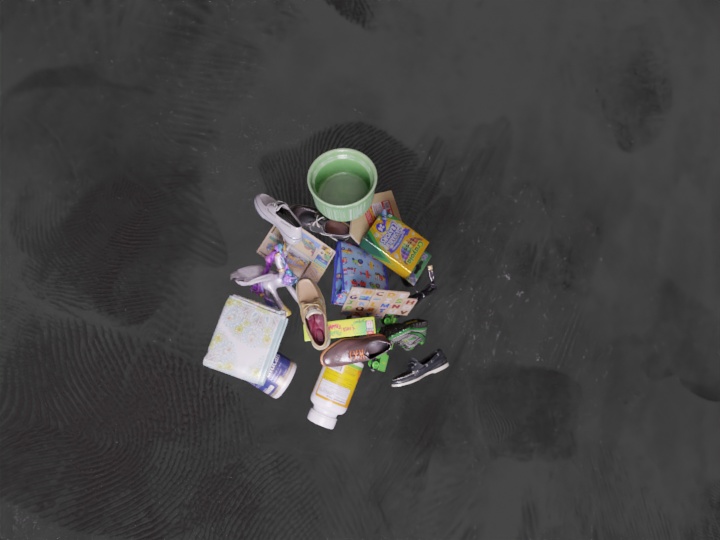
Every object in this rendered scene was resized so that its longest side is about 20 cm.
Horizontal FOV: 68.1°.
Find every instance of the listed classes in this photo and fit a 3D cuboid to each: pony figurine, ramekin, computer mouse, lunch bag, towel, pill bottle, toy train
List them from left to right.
[{"bbox_3d":[-0.295,0.177,1.388,0.169,0.048,0.203,18,77,3],"label":"towel"},{"bbox_3d":[-0.284,0.253,1.459,0.199,0.111,0.112,34,79,-11],"label":"pill bottle"},{"bbox_3d":[-0.248,0.031,1.474,0.191,0.166,0.203,-24,111,-20],"label":"pony figurine"},{"bbox_3d":[-0.076,0.338,1.513,0.110,0.111,0.203,24,81,-13],"label":"pill bottle"},{"bbox_3d":[-0.050,-0.239,1.522,0.196,0.098,0.203,-1,63,1],"label":"ramekin"},{"bbox_3d":[0.000,0.000,1.548,0.148,0.094,0.203,12,60,-21],"label":"lunch bag"},{"bbox_3d":[0.075,0.205,1.601,0.056,0.042,0.203,19,82,-24],"label":"toy train"},{"bbox_3d":[0.172,-0.005,1.612,0.139,0.046,0.203,-22,96,-35],"label":"computer mouse"}]

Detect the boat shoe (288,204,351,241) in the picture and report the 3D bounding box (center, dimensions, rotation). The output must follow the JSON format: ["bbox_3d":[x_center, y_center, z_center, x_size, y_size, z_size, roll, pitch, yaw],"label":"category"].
[{"bbox_3d":[-0.116,-0.144,1.551,0.197,0.068,0.073,22,83,-12],"label":"boat shoe"}]

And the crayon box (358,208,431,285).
[{"bbox_3d":[0.111,-0.068,1.539,0.199,0.052,0.126,36,60,-2],"label":"crayon box"}]

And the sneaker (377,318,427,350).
[{"bbox_3d":[0.129,0.200,1.570,0.198,0.077,0.087,-7,97,-39],"label":"sneaker"}]

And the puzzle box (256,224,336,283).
[{"bbox_3d":[-0.186,-0.053,1.547,0.199,0.025,0.134,34,80,-12],"label":"puzzle box"}]

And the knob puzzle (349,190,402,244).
[{"bbox_3d":[0.041,-0.132,1.593,0.217,0.030,0.224,9,75,-33],"label":"knob puzzle"}]

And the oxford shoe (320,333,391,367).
[{"bbox_3d":[-0.012,0.217,1.440,0.197,0.072,0.072,-17,97,-14],"label":"oxford shoe"}]

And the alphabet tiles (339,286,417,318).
[{"bbox_3d":[0.053,0.096,1.504,0.196,0.168,0.008,6,59,-12],"label":"alphabet tiles"}]

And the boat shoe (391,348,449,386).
[{"bbox_3d":[0.174,0.290,1.605,0.197,0.074,0.067,-18,90,-16],"label":"boat shoe"}]

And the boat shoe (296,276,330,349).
[{"bbox_3d":[-0.124,0.113,1.427,0.073,0.066,0.203,-19,86,-5],"label":"boat shoe"}]

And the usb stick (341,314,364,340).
[{"bbox_3d":[-0.017,0.150,1.581,0.055,0.033,0.204,13,84,-8],"label":"usb stick"}]

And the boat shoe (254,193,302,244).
[{"bbox_3d":[-0.221,-0.161,1.480,0.200,0.067,0.073,43,47,20],"label":"boat shoe"}]

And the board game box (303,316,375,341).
[{"bbox_3d":[-0.059,0.165,1.509,0.196,0.102,0.049,-6,84,-2],"label":"board game box"}]
